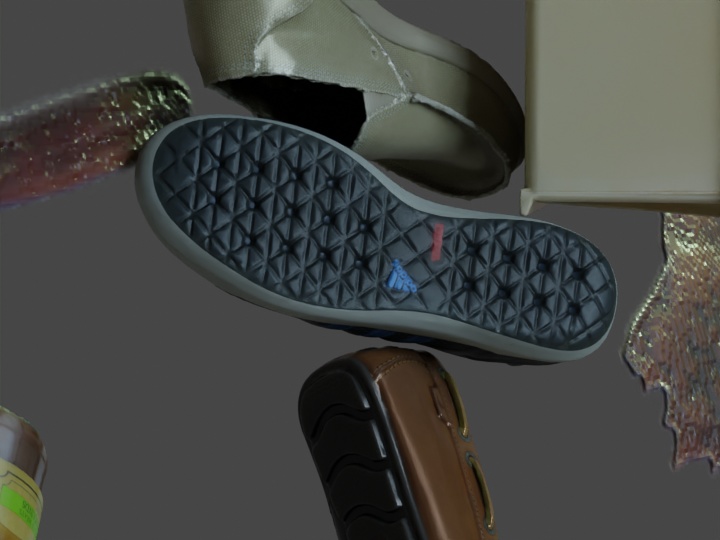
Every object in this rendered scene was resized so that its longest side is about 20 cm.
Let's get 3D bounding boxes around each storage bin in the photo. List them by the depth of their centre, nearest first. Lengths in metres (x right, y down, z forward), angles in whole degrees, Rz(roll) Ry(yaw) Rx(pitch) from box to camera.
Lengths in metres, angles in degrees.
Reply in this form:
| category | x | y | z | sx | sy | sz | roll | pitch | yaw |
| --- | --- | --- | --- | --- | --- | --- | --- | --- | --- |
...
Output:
| category | x | y | z | sx | sy | sz | roll | pitch | yaw |
| --- | --- | --- | --- | --- | --- | --- | --- | --- | --- |
| storage bin | 0.120 | -0.123 | 1.104 | 0.199 | 0.094 | 0.200 | -21 | 111 | -82 |

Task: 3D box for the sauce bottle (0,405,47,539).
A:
| category | x | y | z | sx | sy | sz | roll | pitch | yaw |
| --- | --- | --- | --- | --- | --- | --- | --- | --- | --- |
| sauce bottle | -0.143 | 0.136 | 0.790 | 0.065 | 0.065 | 0.200 | 34 | 51 | -37 |

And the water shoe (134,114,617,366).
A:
| category | x | y | z | sx | sy | sz | roll | pitch | yaw |
| --- | --- | --- | --- | --- | --- | --- | --- | --- | --- |
| water shoe | 0.000 | 0.000 | 1.019 | 0.200 | 0.079 | 0.072 | 19 | 71 | -13 |

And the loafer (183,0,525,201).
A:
| category | x | y | z | sx | sy | sz | roll | pitch | yaw |
| --- | --- | --- | --- | --- | --- | --- | --- | --- | --- |
| loafer | -0.006 | -0.069 | 1.043 | 0.200 | 0.076 | 0.068 | 30 | 62 | -43 |

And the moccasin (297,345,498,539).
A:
| category | x | y | z | sx | sy | sz | roll | pitch | yaw |
| --- | --- | --- | --- | --- | --- | --- | --- | --- | --- |
| moccasin | 0.034 | 0.127 | 1.008 | 0.078 | 0.074 | 0.201 | -2 | 66 | -43 |
